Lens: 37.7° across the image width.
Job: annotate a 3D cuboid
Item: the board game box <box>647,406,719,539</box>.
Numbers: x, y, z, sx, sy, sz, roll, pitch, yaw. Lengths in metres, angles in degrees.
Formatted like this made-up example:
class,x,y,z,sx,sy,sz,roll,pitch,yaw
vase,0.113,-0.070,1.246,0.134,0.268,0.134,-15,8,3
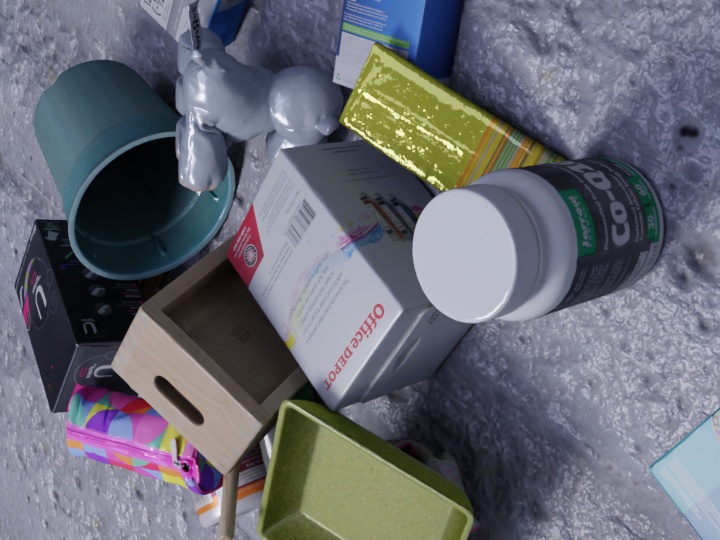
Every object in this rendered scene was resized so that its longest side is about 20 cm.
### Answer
class,x,y,z,sx,sy,sz,roll,pitch,yaw
board game box,0.327,0.146,0.760,0.152,0.047,0.201,55,131,22

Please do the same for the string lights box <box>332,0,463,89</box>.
class,x,y,z,sx,sy,sz,roll,pitch,yaw
string lights box,0.040,-0.259,0.954,0.102,0.059,0.203,26,116,38

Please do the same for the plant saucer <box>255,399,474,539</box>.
class,x,y,z,sx,sy,sz,roll,pitch,yaw
plant saucer,0.006,0.222,0.974,0.198,0.048,0.202,29,130,18

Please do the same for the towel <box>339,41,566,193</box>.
class,x,y,z,sx,sy,sz,roll,pitch,yaw
towel,0.079,-0.114,0.927,0.199,0.018,0.087,34,120,10

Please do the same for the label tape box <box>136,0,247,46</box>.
class,x,y,z,sx,sy,sz,roll,pitch,yaw
label tape box,-0.205,-0.347,1.126,0.200,0.066,0.144,43,139,8

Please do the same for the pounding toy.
class,x,y,z,sx,sy,sz,roll,pitch,yaw
pounding toy,-0.125,0.111,1.030,0.200,0.184,0.143,42,133,5

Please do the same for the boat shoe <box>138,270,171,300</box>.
class,x,y,z,sx,sy,sz,roll,pitch,yaw
boat shoe,-0.285,0.046,1.335,0.072,0.067,0.201,56,130,36

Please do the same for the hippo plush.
class,x,y,z,sx,sy,sz,roll,pitch,yaw
hippo plush,-0.101,-0.178,1.057,0.201,0.158,0.161,106,160,-45

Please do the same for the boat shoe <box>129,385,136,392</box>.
class,x,y,z,sx,sy,sz,roll,pitch,yaw
boat shoe,-0.163,0.068,1.142,0.068,0.200,0.075,35,160,36

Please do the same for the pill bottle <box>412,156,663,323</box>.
class,x,y,z,sx,sy,sz,roll,pitch,yaw
pill bottle,0.137,-0.024,0.805,0.112,0.199,0.115,11,106,41

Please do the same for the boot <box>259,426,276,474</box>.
class,x,y,z,sx,sy,sz,roll,pitch,yaw
boot,-0.083,0.221,1.109,0.072,0.182,0.203,-3,100,18

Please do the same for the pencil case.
class,x,y,z,sx,sy,sz,roll,pitch,yaw
pencil case,-0.227,0.180,1.132,0.198,0.088,0.090,8,105,29

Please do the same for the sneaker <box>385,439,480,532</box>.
class,x,y,z,sx,sy,sz,roll,pitch,yaw
sneaker,0.030,0.210,1.056,0.198,0.081,0.090,0,97,37

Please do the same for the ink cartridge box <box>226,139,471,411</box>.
class,x,y,z,sx,sy,sz,roll,pitch,yaw
ink cartridge box,0.000,0.000,0.988,0.201,0.144,0.146,54,131,24

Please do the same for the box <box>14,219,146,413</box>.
class,x,y,z,sx,sy,sz,roll,pitch,yaw
box,-0.326,0.050,1.242,0.201,0.105,0.123,60,135,35

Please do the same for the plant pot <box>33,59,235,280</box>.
class,x,y,z,sx,sy,sz,roll,pitch,yaw
plant pot,-0.275,-0.130,1.219,0.197,0.198,0.202,51,130,35

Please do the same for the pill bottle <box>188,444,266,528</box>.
class,x,y,z,sx,sy,sz,roll,pitch,yaw
pill bottle,-0.163,0.180,1.212,0.114,0.113,0.202,-33,75,44
